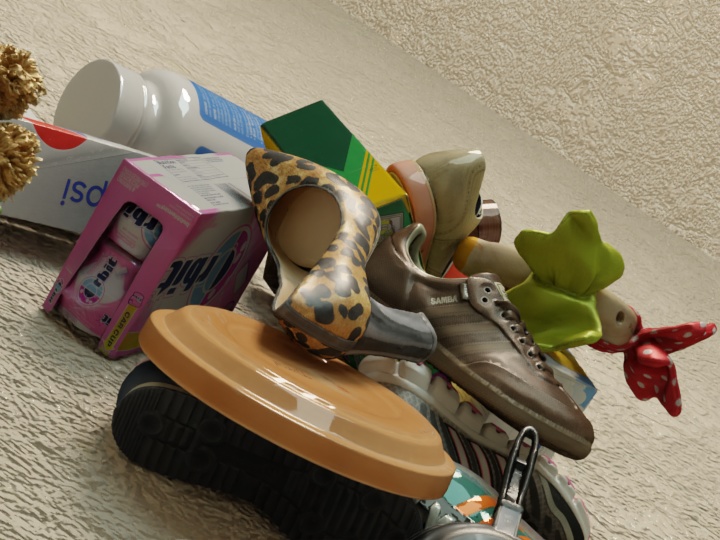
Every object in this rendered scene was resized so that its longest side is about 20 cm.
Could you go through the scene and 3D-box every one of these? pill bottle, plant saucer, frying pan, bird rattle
[{"bbox_3d":[-0.145,-0.095,1.456,0.200,0.112,0.112,27,14,-42],"label":"pill bottle"},{"bbox_3d":[-0.033,0.070,1.047,0.200,0.032,0.200,26,6,-3],"label":"plant saucer"},{"bbox_3d":[0.091,0.170,1.049,0.115,0.031,0.190,38,52,16],"label":"frying pan"},{"bbox_3d":[0.156,0.020,1.303,0.163,0.113,0.200,22,1,44],"label":"bird rattle"}]

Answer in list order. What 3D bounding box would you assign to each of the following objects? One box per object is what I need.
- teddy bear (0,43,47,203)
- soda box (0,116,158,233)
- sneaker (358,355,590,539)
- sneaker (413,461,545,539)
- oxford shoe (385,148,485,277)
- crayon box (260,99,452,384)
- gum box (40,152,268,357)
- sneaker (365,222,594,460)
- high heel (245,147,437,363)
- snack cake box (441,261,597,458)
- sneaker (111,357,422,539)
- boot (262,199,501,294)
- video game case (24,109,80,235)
[{"bbox_3d":[-0.280,-0.100,1.059,0.199,0.146,0.067,23,-17,-17],"label":"teddy bear"},{"bbox_3d":[-0.232,-0.070,1.239,0.199,0.069,0.063,15,2,-44],"label":"soda box"},{"bbox_3d":[0.063,0.142,1.187,0.200,0.088,0.074,40,-29,-18],"label":"sneaker"},{"bbox_3d":[0.072,0.177,1.095,0.200,0.072,0.080,34,10,5],"label":"sneaker"},{"bbox_3d":[0.058,-0.028,1.349,0.200,0.074,0.071,99,-33,-69],"label":"oxford shoe"},{"bbox_3d":[0.000,0.000,1.336,0.173,0.058,0.201,-130,-159,-54],"label":"crayon box"},{"bbox_3d":[-0.127,-0.014,1.229,0.066,0.114,0.200,35,13,12],"label":"gum box"},{"bbox_3d":[0.081,0.042,1.181,0.200,0.076,0.070,36,-3,19],"label":"sneaker"},{"bbox_3d":[-0.045,-0.023,1.135,0.200,0.071,0.142,50,20,29],"label":"high heel"},{"bbox_3d":[0.096,0.081,1.393,0.067,0.115,0.200,26,15,-22],"label":"snack cake box"},{"bbox_3d":[-0.051,0.106,1.074,0.199,0.070,0.082,30,18,-13],"label":"sneaker"},{"bbox_3d":[0.003,0.014,1.501,0.199,0.187,0.064,-6,44,-20],"label":"boot"},{"bbox_3d":[-0.292,-0.099,1.357,0.182,0.023,0.200,20,19,-41],"label":"video game case"}]
